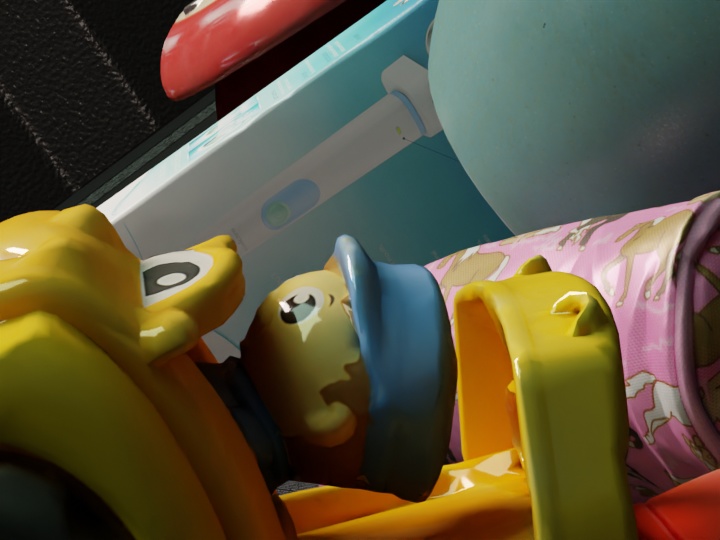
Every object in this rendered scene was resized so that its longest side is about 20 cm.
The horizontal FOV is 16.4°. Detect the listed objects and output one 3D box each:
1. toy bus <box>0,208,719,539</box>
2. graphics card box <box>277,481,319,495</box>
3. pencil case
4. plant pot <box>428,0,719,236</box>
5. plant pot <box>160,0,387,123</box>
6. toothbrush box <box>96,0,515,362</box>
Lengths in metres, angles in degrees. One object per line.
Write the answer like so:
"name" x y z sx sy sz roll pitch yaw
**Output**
"toy bus" 0.011 0.063 0.425 0.191 0.201 0.136 -26 9 0
"graphics card box" -0.070 0.110 0.728 0.125 0.051 0.200 5 17 3
"pencil case" 0.062 0.032 0.708 0.200 0.086 0.083 -18 63 57
"plant pot" 0.118 -0.076 0.769 0.161 0.201 0.201 -44 5 27
"plant pot" 0.030 -0.074 1.066 0.200 0.183 0.200 -33 8 5
"toothbrush box" 0.000 0.000 0.913 0.200 0.147 0.085 -36 9 1
